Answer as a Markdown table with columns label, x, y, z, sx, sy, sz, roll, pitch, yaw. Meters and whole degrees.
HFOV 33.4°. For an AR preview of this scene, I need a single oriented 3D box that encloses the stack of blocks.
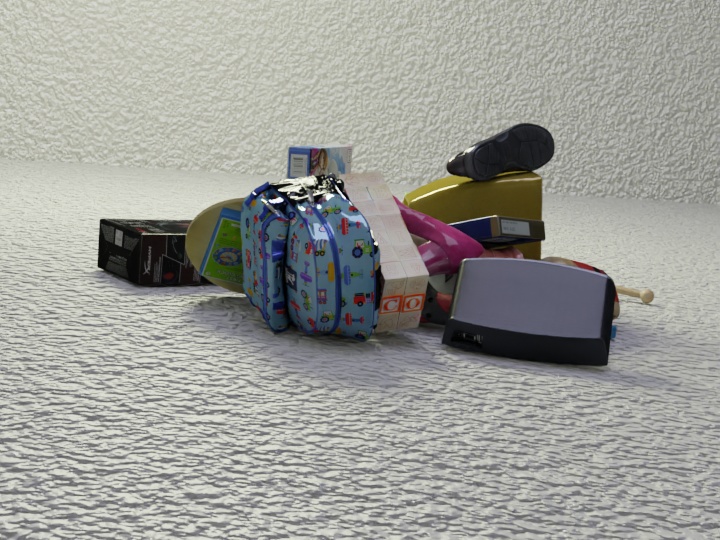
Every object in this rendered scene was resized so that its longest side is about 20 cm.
| label | x | y | z | sx | sy | sz | roll | pitch | yaw |
| --- | --- | --- | --- | --- | --- | --- | --- | --- | --- |
| stack of blocks | 0.021 | -0.016 | 1.504 | 0.058 | 0.116 | 0.201 | -6 | 43 | -16 |

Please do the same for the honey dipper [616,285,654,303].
| label | x | y | z | sx | sy | sz | roll | pitch | yaw |
| --- | --- | --- | --- | --- | --- | --- | --- | --- | --- |
| honey dipper | 0.380 | 0.024 | 1.951 | 0.198 | 0.039 | 0.038 | 15 | 12 | 28 |

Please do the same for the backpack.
| label | x | y | z | sx | sy | sz | roll | pitch | yaw |
| --- | --- | --- | --- | --- | --- | --- | --- | --- | --- |
| backpack | -0.054 | -0.004 | 1.430 | 0.133 | 0.185 | 0.200 | -7 | 25 | -20 |

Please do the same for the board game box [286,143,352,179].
| label | x | y | z | sx | sy | sz | roll | pitch | yaw |
| --- | --- | --- | --- | --- | --- | --- | --- | --- | --- |
| board game box | -0.065 | -0.094 | 1.873 | 0.043 | 0.203 | 0.199 | 6 | 9 | 16 |

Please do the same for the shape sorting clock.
| label | x | y | z | sx | sy | sz | roll | pitch | yaw |
| --- | --- | --- | --- | --- | --- | --- | --- | --- | --- |
| shape sorting clock | -0.131 | -0.029 | 1.578 | 0.197 | 0.201 | 0.040 | 5 | 48 | -4 |

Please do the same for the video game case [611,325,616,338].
| label | x | y | z | sx | sy | sz | roll | pitch | yaw |
| --- | --- | --- | --- | --- | --- | --- | --- | --- | --- |
| video game case | 0.221 | 0.070 | 1.598 | 0.198 | 0.018 | 0.142 | 12 | 10 | 37 |

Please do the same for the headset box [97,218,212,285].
| label | x | y | z | sx | sy | sz | roll | pitch | yaw |
| --- | --- | --- | --- | --- | --- | --- | --- | --- | --- |
| headset box | -0.263 | -0.029 | 1.750 | 0.198 | 0.076 | 0.148 | -1 | 11 | -37 |

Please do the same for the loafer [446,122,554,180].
| label | x | y | z | sx | sy | sz | roll | pitch | yaw |
| --- | --- | --- | --- | --- | --- | --- | --- | --- | --- |
| loafer | 0.206 | -0.174 | 1.769 | 0.199 | 0.073 | 0.063 | -18 | 11 | -42 |

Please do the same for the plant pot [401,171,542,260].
| label | x | y | z | sx | sy | sz | roll | pitch | yaw |
| --- | --- | --- | --- | --- | --- | --- | --- | --- | --- |
| plant pot | 0.162 | -0.053 | 1.820 | 0.197 | 0.197 | 0.196 | 0 | 9 | 0 |

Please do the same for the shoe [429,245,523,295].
| label | x | y | z | sx | sy | sz | roll | pitch | yaw |
| --- | --- | --- | --- | --- | --- | --- | --- | --- | --- |
| shoe | 0.156 | 0.010 | 1.647 | 0.090 | 0.073 | 0.200 | 2 | -12 | -12 |

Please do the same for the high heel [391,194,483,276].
| label | x | y | z | sx | sy | sz | roll | pitch | yaw |
| --- | --- | --- | --- | --- | --- | --- | --- | --- | --- |
| high heel | 0.079 | -0.061 | 1.579 | 0.095 | 0.068 | 0.200 | -18 | 35 | -15 |

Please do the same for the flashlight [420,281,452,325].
| label | x | y | z | sx | sy | sz | roll | pitch | yaw |
| --- | --- | --- | --- | --- | --- | --- | --- | --- | --- |
| flashlight | 0.123 | 0.040 | 1.541 | 0.198 | 0.068 | 0.068 | 5 | -36 | 30 |

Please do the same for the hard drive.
| label | x | y | z | sx | sy | sz | roll | pitch | yaw |
| --- | --- | --- | --- | --- | --- | --- | --- | --- | --- |
| hard drive | 0.204 | 0.044 | 1.442 | 0.197 | 0.043 | 0.136 | 7 | 49 | 12 |

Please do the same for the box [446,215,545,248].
| label | x | y | z | sx | sy | sz | roll | pitch | yaw |
| --- | --- | --- | --- | --- | --- | --- | --- | --- | --- |
| box | 0.136 | -0.043 | 1.628 | 0.198 | 0.033 | 0.120 | -11 | -8 | 38 |

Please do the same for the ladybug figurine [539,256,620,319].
| label | x | y | z | sx | sy | sz | roll | pitch | yaw |
| --- | --- | --- | --- | --- | --- | --- | --- | --- | --- |
| ladybug figurine | 0.289 | 0.026 | 1.650 | 0.134 | 0.073 | 0.199 | 12 | -2 | 31 |

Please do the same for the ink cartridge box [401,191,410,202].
| label | x | y | z | sx | sy | sz | roll | pitch | yaw |
| --- | --- | --- | --- | --- | --- | --- | --- | --- | --- |
| ink cartridge box | 0.156 | -0.057 | 2.015 | 0.197 | 0.068 | 0.117 | 17 | 24 | -1 |
